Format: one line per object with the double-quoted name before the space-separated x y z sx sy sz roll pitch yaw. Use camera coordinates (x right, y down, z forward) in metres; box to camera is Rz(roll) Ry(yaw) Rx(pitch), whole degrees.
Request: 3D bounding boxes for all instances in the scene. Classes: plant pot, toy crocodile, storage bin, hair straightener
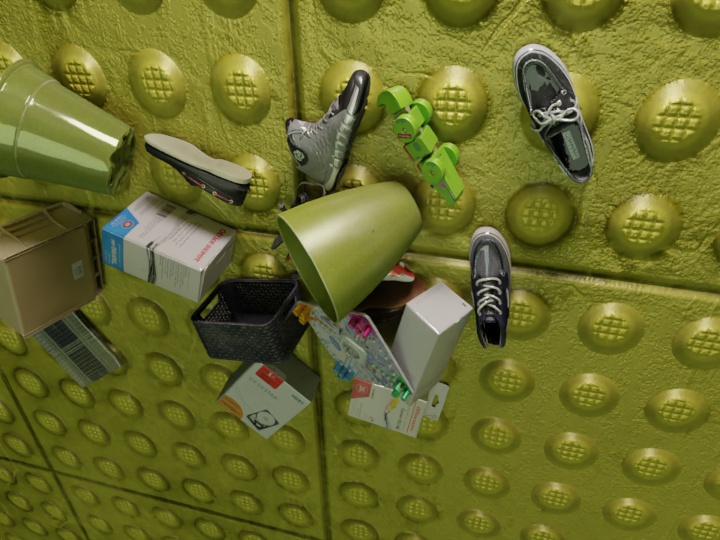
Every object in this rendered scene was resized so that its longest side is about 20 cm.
"plant pot" -0.005 -0.053 0.841 0.197 0.186 0.191 -32 117 -13
"plant pot" -0.500 -0.221 0.910 0.184 0.203 0.203 20 128 -12
"toy crocodile" 0.095 -0.189 0.805 0.061 0.068 0.202 -18 115 48
"storage bin" -0.641 -0.005 1.079 0.092 0.198 0.205 26 128 19
"storage bin" -0.211 0.096 1.031 0.193 0.136 0.096 -1 125 26
"hair straightener" -0.113 -0.090 0.924 0.076 0.042 0.199 34 142 -13

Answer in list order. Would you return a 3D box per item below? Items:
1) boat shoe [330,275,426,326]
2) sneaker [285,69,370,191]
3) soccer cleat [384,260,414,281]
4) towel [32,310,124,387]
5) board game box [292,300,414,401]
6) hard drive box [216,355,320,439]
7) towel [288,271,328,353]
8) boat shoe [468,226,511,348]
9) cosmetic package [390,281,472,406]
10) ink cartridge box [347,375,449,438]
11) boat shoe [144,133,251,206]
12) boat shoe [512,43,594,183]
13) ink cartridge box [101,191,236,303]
"boat shoe" 0.031 0.064 0.984 0.193 0.072 0.071 -13 138 10
"sneaker" -0.062 -0.228 0.824 0.113 0.076 0.204 25 127 2
"soccer cleat" 0.000 0.000 0.944 0.194 0.069 0.088 18 94 10
"towel" -0.710 0.193 1.335 0.188 0.035 0.203 -24 111 26
"board game box" -0.017 0.147 0.966 0.196 0.026 0.203 6 135 47
"hard drive box" -0.209 0.268 1.194 0.155 0.078 0.200 38 125 -11
"towel" -0.051 0.076 1.051 0.139 0.023 0.205 -10 118 22
"boat shoe" 0.222 0.036 0.895 0.072 0.094 0.205 -6 121 20
"cosmetic package" 0.118 0.136 0.965 0.084 0.106 0.205 39 134 28
"ink cartridge box" 0.079 0.272 1.111 0.193 0.068 0.119 15 126 7
"boat shoe" -0.289 -0.177 0.927 0.196 0.074 0.064 25 119 -5
"boat shoe" 0.269 -0.211 0.733 0.072 0.069 0.203 -19 115 27
"ink cartridge box" -0.352 -0.046 0.988 0.194 0.147 0.086 23 126 1
